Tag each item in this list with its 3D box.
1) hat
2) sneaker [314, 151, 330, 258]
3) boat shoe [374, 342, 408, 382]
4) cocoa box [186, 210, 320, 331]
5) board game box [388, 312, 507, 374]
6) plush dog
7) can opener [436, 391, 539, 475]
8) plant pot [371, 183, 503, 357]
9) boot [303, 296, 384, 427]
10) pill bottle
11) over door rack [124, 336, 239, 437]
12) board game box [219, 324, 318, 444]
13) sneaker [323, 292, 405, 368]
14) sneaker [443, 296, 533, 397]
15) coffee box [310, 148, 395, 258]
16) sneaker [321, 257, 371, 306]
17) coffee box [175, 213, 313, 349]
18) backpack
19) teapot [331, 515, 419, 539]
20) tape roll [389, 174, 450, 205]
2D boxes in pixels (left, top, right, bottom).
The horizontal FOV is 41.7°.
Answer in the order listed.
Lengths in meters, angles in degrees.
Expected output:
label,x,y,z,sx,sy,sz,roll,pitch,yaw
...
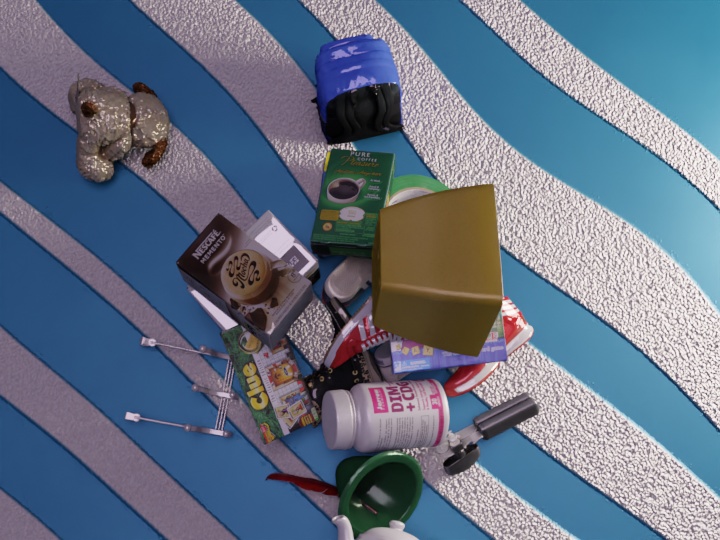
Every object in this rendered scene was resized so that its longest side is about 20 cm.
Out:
label,x,y,z,sx,sy,sz,roll,pitch,yaw
hat,-0.016,0.347,1.632,0.175,0.198,0.168,32,98,51
sneaker,-0.039,-0.120,1.721,0.077,0.066,0.204,8,77,3
boat shoe,0.117,0.132,1.666,0.198,0.071,0.071,-31,117,-21
cocoa box,-0.182,0.021,1.657,0.200,0.131,0.133,-44,81,-8
board game box,0.138,0.063,1.593,0.196,0.041,0.204,-7,85,-2
plush dog,-0.435,-0.278,1.736,0.169,0.160,0.204,-5,77,-28
can opener,0.221,0.279,1.643,0.198,0.053,0.067,-30,113,-4
plant pot,0.107,0.001,1.445,0.172,0.201,0.204,1,62,-4
boot,-0.055,0.163,1.621,0.152,0.074,0.206,-27,114,-2
pill bottle,0.040,0.245,1.587,0.196,0.113,0.116,-2,76,-19
over door rack,-0.310,0.204,1.652,0.196,0.067,0.151,9,77,3
board game box,-0.151,0.177,1.577,0.103,0.023,0.203,-23,98,-10
sneaker,0.037,0.105,1.532,0.112,0.071,0.201,41,84,7
sneaker,0.199,0.121,1.647,0.199,0.078,0.116,-38,96,-21
coffee box,-0.010,-0.118,1.634,0.120,0.044,0.203,4,59,10
sneaker,0.000,0.000,1.697,0.199,0.085,0.075,-36,79,-32
coffee box,-0.187,0.017,1.537,0.198,0.080,0.114,35,72,12
backpack,-0.014,-0.336,1.701,0.159,0.200,0.171,-18,78,-3
teapot,0.049,0.482,1.529,0.193,0.200,0.149,10,71,12
tape roll,0.102,-0.071,1.686,0.196,0.048,0.204,6,65,-13
